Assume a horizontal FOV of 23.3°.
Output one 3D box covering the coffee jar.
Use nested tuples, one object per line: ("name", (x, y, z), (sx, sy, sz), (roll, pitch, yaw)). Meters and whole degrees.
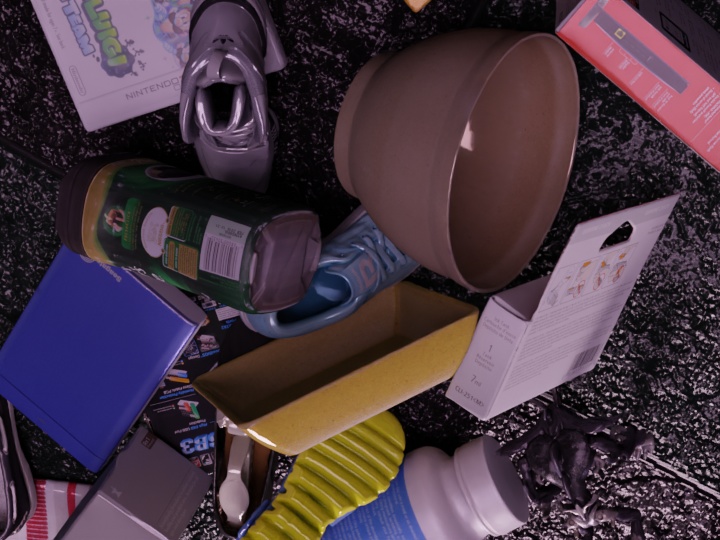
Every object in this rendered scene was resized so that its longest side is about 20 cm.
("coffee jar", (-0.137, -0.032, 1.361), (0.199, 0.104, 0.086), (18, 105, 29))

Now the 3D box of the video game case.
("video game case", (-0.176, -0.230, 1.407), (0.181, 0.024, 0.201), (-16, 109, 14))

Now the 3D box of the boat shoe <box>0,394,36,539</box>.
("boat shoe", (-0.346, 0.145, 1.551), (0.073, 0.060, 0.201), (-13, 101, 11))

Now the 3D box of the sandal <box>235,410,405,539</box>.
("sandal", (-0.042, 0.192, 1.457), (0.080, 0.087, 0.200), (45, 74, -2))

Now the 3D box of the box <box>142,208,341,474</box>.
("box", (-0.103, 0.067, 1.501), (0.199, 0.050, 0.199), (-15, 109, 13))

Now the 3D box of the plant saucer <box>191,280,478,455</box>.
("plant saucer", (-0.017, 0.079, 1.355), (0.199, 0.200, 0.049), (-26, 102, -12))

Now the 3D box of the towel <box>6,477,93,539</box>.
("towel", (-0.310, 0.257, 1.619), (0.199, 0.023, 0.145), (5, 111, 6))

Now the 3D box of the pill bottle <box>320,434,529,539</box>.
("pill bottle", (0.039, 0.219, 1.505), (0.199, 0.112, 0.113), (-28, 105, 18))

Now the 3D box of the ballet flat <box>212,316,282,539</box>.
("ballet flat", (-0.093, 0.138, 1.465), (0.068, 0.068, 0.201), (6, 111, 5))

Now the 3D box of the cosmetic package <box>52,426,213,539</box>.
("cosmetic package", (-0.221, 0.243, 1.517), (0.090, 0.107, 0.200), (38, 123, -6))

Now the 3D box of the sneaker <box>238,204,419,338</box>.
("sneaker", (0.000, 0.000, 1.409), (0.199, 0.082, 0.074), (-34, 112, -10))

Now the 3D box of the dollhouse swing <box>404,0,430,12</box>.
("dollhouse swing", (0.058, -0.337, 1.263), (0.200, 0.182, 0.176), (48, 130, -11))

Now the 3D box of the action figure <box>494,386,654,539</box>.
("action figure", (0.190, 0.179, 1.477), (0.118, 0.102, 0.201), (-19, 99, 21))

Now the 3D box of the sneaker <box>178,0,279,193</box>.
("sneaker", (-0.106, -0.113, 1.375), (0.075, 0.115, 0.201), (0, 129, 1))

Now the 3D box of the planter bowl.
("planter bowl", (0.065, -0.097, 1.351), (0.134, 0.200, 0.201), (18, 116, 30))

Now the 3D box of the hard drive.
("hard drive", (-0.228, 0.066, 1.486), (0.132, 0.025, 0.200), (39, 124, 4))

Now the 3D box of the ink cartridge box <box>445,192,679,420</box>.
("ink cartridge box", (0.160, 0.017, 1.365), (0.043, 0.200, 0.174), (32, 114, 24))

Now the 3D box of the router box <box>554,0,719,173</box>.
("router box", (0.226, -0.159, 1.283), (0.179, 0.200, 0.049), (39, 111, -8))
